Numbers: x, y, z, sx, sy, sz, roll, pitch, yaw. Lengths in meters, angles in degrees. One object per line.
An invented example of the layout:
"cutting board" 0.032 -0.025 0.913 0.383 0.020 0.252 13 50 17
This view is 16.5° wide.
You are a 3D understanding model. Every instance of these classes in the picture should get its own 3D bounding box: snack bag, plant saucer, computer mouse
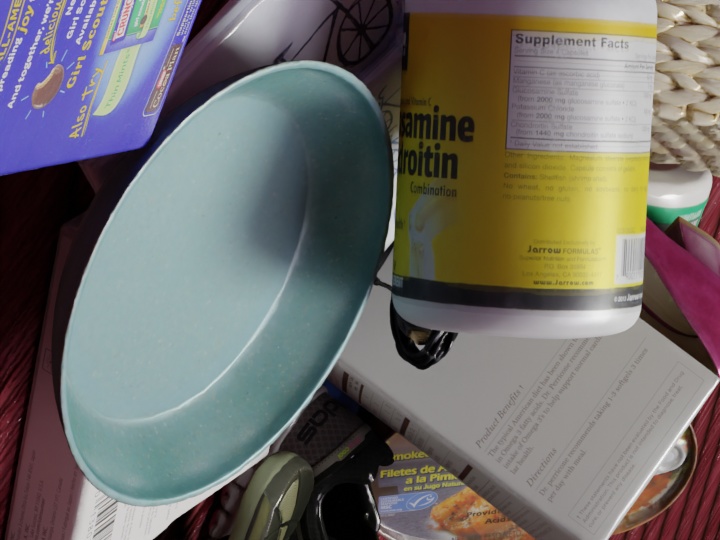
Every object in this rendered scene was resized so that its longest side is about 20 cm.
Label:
"snack bag" -0.031 -0.051 1.092 0.189 0.021 0.201 -48 145 -21
"plant saucer" -0.063 0.001 1.032 0.200 0.036 0.201 -35 140 -36
"computer mouse" 0.000 0.000 1.215 0.034 0.200 0.059 41 88 -26

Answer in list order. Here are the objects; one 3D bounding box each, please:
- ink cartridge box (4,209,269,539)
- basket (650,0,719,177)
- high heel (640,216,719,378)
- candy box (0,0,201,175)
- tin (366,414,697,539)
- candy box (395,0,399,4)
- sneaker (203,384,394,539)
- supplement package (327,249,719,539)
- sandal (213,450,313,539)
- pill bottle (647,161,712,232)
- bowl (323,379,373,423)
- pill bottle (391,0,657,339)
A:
"ink cartridge box" -0.089 0.039 1.179 0.176 0.045 0.201 -35 147 -51
"basket" 0.199 -0.141 1.322 0.200 0.197 0.162 169 -68 -79
"high heel" 0.118 -0.009 1.343 0.067 0.199 0.096 -45 -153 35
"candy box" -0.120 -0.122 0.846 0.200 0.077 0.170 -19 134 -65
"tin" 0.095 0.107 1.440 0.042 0.198 0.113 -103 -169 -48
"candy box" 0.040 -0.145 1.231 0.168 0.071 0.201 -36 148 -51
"sneaker" -0.037 0.156 1.399 0.074 0.087 0.201 -29 143 -58
"supplement package" 0.073 0.050 1.329 0.117 0.199 0.117 -52 175 -7
"sandal" -0.084 0.171 1.342 0.202 0.057 0.080 -65 172 27
"pill bottle" 0.126 0.013 1.476 0.113 0.113 0.201 -30 142 -57
"bowl" 0.028 0.043 1.495 0.201 0.039 0.201 -52 158 -30
"pill bottle" 0.072 -0.075 1.081 0.112 0.111 0.202 -7 100 -67
